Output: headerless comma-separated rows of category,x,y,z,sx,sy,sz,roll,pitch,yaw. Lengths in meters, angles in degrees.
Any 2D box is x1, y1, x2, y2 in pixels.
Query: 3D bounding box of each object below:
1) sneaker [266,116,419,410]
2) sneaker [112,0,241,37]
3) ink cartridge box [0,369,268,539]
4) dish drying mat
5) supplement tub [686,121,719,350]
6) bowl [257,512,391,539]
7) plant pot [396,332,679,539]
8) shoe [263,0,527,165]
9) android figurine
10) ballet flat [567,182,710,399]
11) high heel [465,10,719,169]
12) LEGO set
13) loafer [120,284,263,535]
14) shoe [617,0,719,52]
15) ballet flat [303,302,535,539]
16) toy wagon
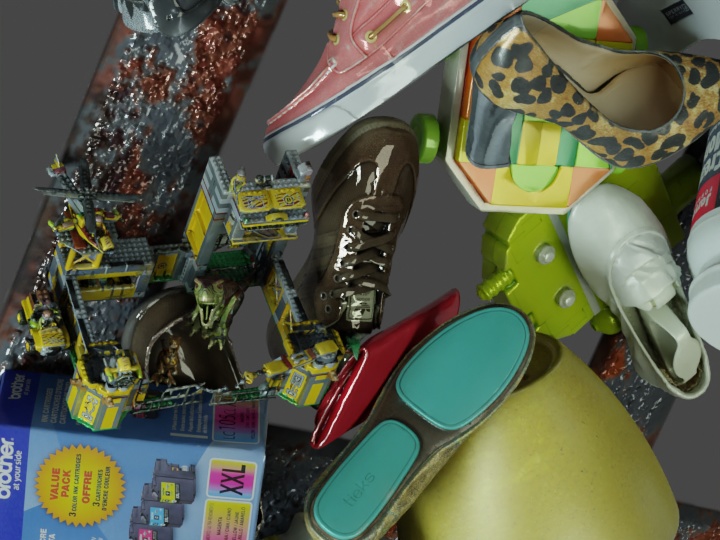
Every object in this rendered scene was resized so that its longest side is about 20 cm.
sneaker,0.000,0.000,1.377,0.070,0.076,0.201,1,127,-28
sneaker,-0.134,-0.189,1.202,0.199,0.075,0.115,-5,114,-37
ink cartridge box,-0.162,0.141,1.328,0.198,0.076,0.137,6,114,-3
dish drying mat,0.019,0.061,1.420,0.077,0.018,0.200,-62,166,18
supplement tub,0.305,-0.048,1.512,0.140,0.140,0.201,43,52,-42
bowl,-0.022,0.225,1.441,0.199,0.200,0.108,19,91,-41
plant pot,0.107,0.127,1.492,0.199,0.200,0.143,-26,113,-23
shoe,0.006,-0.154,1.338,0.199,0.071,0.091,-34,92,11
android figurine,0.162,-0.031,1.534,0.200,0.041,0.183,-40,131,-15
ballet flat,0.205,0.019,1.519,0.069,0.069,0.200,-40,133,-12
high heel,0.162,-0.125,1.338,0.199,0.072,0.143,-13,153,-9
LEGO set,-0.094,0.004,1.277,0.199,0.155,0.116,1,142,-20
loafer,-0.095,0.097,1.391,0.073,0.071,0.201,-30,128,-20
shoe,0.247,-0.195,1.406,0.091,0.200,0.072,-40,99,-17
ballet flat,0.036,0.103,1.397,0.200,0.071,0.071,-48,133,-14
toy wagon,0.115,-0.137,1.416,0.154,0.040,0.202,2,107,-23
